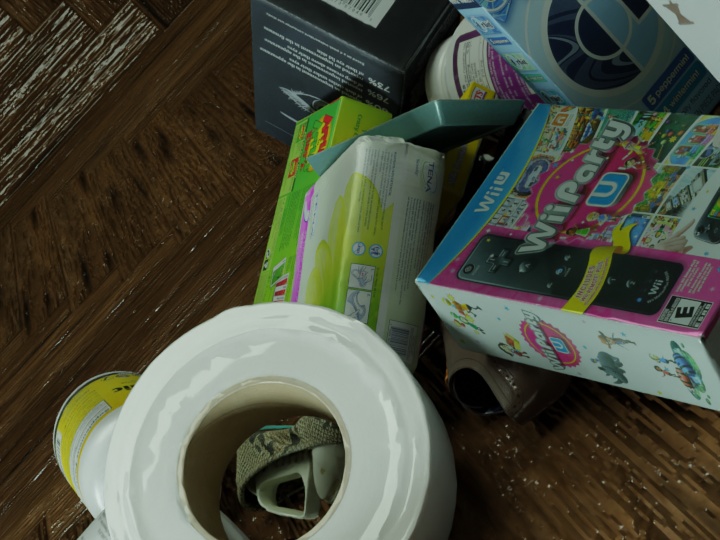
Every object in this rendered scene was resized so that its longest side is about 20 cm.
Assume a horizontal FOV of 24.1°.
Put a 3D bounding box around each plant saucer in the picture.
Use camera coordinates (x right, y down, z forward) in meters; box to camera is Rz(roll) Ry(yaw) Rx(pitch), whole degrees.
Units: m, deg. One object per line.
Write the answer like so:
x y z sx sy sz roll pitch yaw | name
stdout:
0.034 -0.089 1.163 0.200 0.069 0.019 -18 78 62 | plant saucer

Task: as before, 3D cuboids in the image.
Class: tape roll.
-0.047 0.124 0.984 0.201 0.071 0.204 -6 67 14 | tape roll

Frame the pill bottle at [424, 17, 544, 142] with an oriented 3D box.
0.133 -0.155 1.260 0.113 0.112 0.200 -54 20 -21 | pill bottle

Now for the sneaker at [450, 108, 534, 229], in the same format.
0.113 -0.048 1.170 0.200 0.079 0.075 142 147 -72 | sneaker

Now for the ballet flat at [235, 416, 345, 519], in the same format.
-0.026 0.129 1.135 0.200 0.067 0.076 -28 47 53 | ballet flat

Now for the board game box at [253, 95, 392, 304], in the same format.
-0.035 -0.028 1.346 0.101 0.047 0.202 -17 58 65 | board game box

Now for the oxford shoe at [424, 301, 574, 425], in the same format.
0.071 0.046 1.065 0.073 0.071 0.200 -53 20 -5 | oxford shoe

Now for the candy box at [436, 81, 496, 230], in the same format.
0.042 -0.048 1.271 0.200 0.026 0.103 -53 12 54 | candy box

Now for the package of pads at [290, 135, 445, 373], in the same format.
0.000 0.000 1.157 0.200 0.068 0.156 146 133 -75 | package of pads

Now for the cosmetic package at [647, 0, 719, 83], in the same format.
0.287 -0.170 0.873 0.200 0.166 0.167 -49 19 -9 | cosmetic package

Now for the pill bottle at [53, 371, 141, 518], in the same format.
-0.172 0.149 1.320 0.111 0.111 0.200 -49 20 -7 | pill bottle

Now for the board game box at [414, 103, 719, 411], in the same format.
0.149 -0.015 0.934 0.199 0.064 0.148 10 56 47 | board game box

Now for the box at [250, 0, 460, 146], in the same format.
-0.005 -0.177 1.419 0.105 0.147 0.200 -56 -13 -25 | box

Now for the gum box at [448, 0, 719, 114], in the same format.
0.169 -0.184 1.103 0.170 0.200 0.045 -50 19 -10 | gum box

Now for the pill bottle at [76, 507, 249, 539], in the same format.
-0.166 0.237 1.128 0.200 0.113 0.113 -48 19 -3 | pill bottle

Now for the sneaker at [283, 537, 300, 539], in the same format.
-0.082 0.228 1.047 0.198 0.083 0.072 -19 6 8 | sneaker
